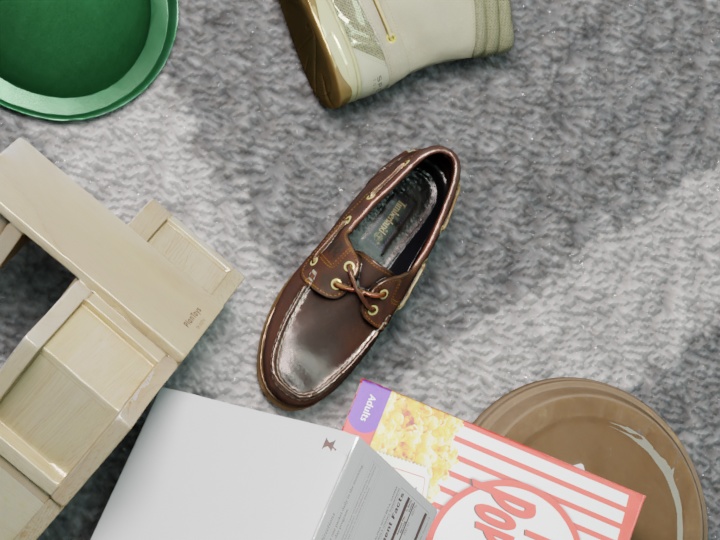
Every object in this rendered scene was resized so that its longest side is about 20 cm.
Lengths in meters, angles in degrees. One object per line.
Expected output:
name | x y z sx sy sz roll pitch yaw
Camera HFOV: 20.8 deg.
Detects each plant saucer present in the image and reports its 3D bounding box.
plant saucer | 0.149 0.170 1.321 0.198 0.029 0.202 4 77 -17

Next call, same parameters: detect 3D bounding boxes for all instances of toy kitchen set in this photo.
toy kitchen set | -0.208 0.047 1.203 0.163 0.181 0.200 40 29 -4

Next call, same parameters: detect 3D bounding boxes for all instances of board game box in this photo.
board game box | 0.063 0.178 1.253 0.198 0.046 0.153 22 75 1

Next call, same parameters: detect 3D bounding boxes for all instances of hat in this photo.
hat | -0.188 -0.203 1.204 0.199 0.176 0.167 28 71 -11

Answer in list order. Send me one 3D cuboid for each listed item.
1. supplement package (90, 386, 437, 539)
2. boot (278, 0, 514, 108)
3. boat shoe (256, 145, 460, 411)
supplement package | -0.075 0.193 1.155 0.111 0.155 0.201 47 61 -48
boot | 0.014 -0.225 1.337 0.153 0.072 0.202 -18 90 -21
boat shoe | 0.000 0.000 1.285 0.070 0.070 0.201 34 71 -10
